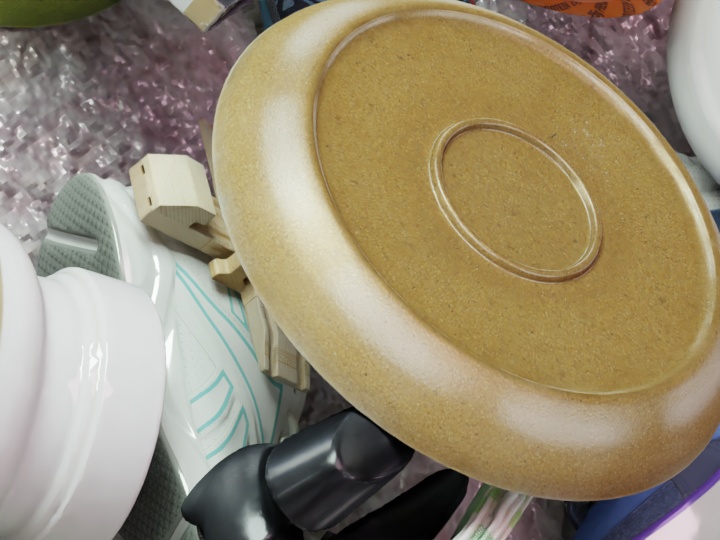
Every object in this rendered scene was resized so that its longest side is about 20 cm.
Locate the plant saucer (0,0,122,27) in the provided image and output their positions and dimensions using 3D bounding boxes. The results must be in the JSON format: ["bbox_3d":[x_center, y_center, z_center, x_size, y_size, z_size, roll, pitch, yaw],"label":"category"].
[{"bbox_3d":[-0.141,-0.187,1.099,0.199,0.031,0.201,16,60,-28],"label":"plant saucer"}]

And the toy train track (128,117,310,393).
[{"bbox_3d":[0.000,0.000,1.062,0.200,0.032,0.115,27,36,-43],"label":"toy train track"}]

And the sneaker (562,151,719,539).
[{"bbox_3d":[0.098,0.034,1.130,0.147,0.081,0.200,47,53,5],"label":"sneaker"}]

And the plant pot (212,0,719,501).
[{"bbox_3d":[0.046,-0.017,0.967,0.199,0.028,0.201,20,45,-21],"label":"plant pot"}]

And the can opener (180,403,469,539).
[{"bbox_3d":[-0.001,0.080,0.979,0.064,0.078,0.200,70,15,5],"label":"can opener"}]

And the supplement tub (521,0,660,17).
[{"bbox_3d":[0.098,-0.205,1.115,0.122,0.122,0.201,26,72,-21],"label":"supplement tub"}]

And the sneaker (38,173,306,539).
[{"bbox_3d":[-0.050,0.060,1.015,0.080,0.070,0.201,3,66,-36],"label":"sneaker"}]

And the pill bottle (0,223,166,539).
[{"bbox_3d":[-0.168,0.028,0.919,0.199,0.116,0.116,14,60,-28],"label":"pill bottle"}]

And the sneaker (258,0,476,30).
[{"bbox_3d":[0.036,-0.075,1.092,0.079,0.096,0.200,-34,67,-20],"label":"sneaker"}]

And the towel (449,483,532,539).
[{"bbox_3d":[-0.003,0.142,0.957,0.023,0.153,0.200,33,51,5],"label":"towel"}]

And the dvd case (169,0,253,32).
[{"bbox_3d":[-0.099,-0.171,1.036,0.200,0.016,0.149,43,24,0],"label":"dvd case"}]

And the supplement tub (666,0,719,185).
[{"bbox_3d":[0.212,-0.083,1.175,0.141,0.140,0.200,65,21,9],"label":"supplement tub"}]
